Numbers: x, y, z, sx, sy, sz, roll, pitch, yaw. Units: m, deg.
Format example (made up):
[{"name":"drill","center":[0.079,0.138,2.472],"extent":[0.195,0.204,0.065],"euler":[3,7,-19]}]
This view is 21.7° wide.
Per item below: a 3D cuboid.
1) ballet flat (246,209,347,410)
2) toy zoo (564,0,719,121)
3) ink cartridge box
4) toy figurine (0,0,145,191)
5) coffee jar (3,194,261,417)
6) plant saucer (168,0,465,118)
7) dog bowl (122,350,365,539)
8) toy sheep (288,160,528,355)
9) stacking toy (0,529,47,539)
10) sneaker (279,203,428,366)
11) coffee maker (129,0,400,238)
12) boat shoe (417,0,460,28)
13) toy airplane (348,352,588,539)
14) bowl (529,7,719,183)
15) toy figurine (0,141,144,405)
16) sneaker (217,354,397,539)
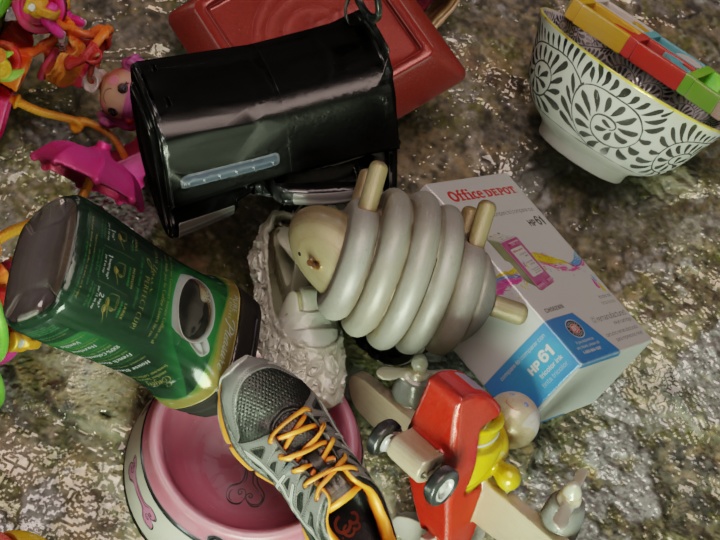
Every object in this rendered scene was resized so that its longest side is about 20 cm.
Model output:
[{"name":"ballet flat","center":[-0.053,0.023,1.494],"extent":[0.071,0.072,0.201],"euler":[-7,41,-13]},{"name":"toy zoo","center":[0.260,-0.205,1.716],"extent":[0.199,0.021,0.131],"euler":[35,18,10]},{"name":"ink cartridge box","center":[0.124,0.019,1.547],"extent":[0.200,0.085,0.144],"euler":[49,28,18]},{"name":"toy figurine","center":[-0.238,-0.152,1.577],"extent":[0.183,0.201,0.150],"euler":[25,21,-9]},{"name":"coffee jar","center":[-0.163,0.032,1.395],"extent":[0.199,0.085,0.105],"euler":[32,54,-37]},{"name":"plant saucer","center":[-0.041,-0.204,1.634],"extent":[0.199,0.037,0.201],"euler":[-30,69,-9]},{"name":"dog bowl","center":[-0.088,0.147,1.484],"extent":[0.198,0.074,0.202],"euler":[4,61,-8]},{"name":"toy sheep","center":[0.038,-0.001,1.435],"extent":[0.198,0.138,0.139],"euler":[18,60,-6]},{"name":"stacking toy","center":[-0.265,0.236,1.391],"extent":[0.198,0.146,0.147],"euler":[-7,62,-30]},{"name":"sneaker","center":[0.000,0.000,1.589],"extent":[0.079,0.074,0.200],"euler":[-10,52,-49]},{"name":"coffee maker","center":[-0.081,-0.136,1.496],"extent":[0.198,0.135,0.194],"euler":[-13,108,-14]},{"name":"boat shoe","center":[0.021,-0.216,1.688],"extent":[0.069,0.074,0.200],"euler":[15,52,40]},{"name":"toy airplane","center":[0.086,0.154,1.441],"extent":[0.141,0.199,0.201],"euler":[-40,101,-21]},{"name":"bowl","center":[0.218,-0.140,1.661],"extent":[0.200,0.095,0.201],"euler":[30,17,-10]},{"name":"toy figurine","center":[-0.251,-0.016,1.482],"extent":[0.183,0.201,0.150],"euler":[-34,43,-31]},{"name":"sneaker","center":[-0.032,0.147,1.391],"extent":[0.078,0.077,0.201],"euler":[-39,100,-17]}]
